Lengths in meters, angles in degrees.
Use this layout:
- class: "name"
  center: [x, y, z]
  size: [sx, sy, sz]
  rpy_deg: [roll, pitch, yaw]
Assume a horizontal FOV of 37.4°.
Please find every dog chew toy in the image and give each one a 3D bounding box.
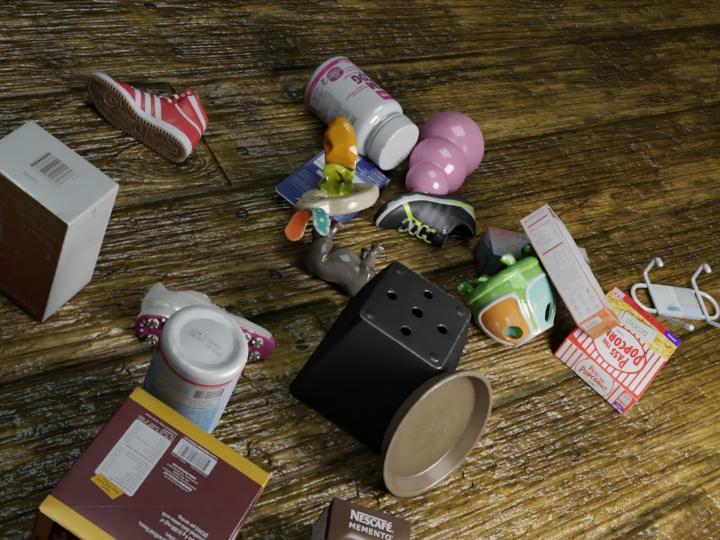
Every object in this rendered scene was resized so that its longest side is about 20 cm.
- class: "dog chew toy"
  center: [0.141, -0.190, 1.880]
  size: [0.123, 0.125, 0.201]
  rpy_deg: [31, 52, 1]

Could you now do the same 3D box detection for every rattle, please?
- class: "rattle"
  center: [-0.054, -0.142, 1.638]
  size: [0.129, 0.145, 0.199]
  rpy_deg: [22, 26, 29]

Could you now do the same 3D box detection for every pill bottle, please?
- class: "pill bottle"
  center: [-0.215, 0.144, 1.323]
  size: [0.107, 0.201, 0.110]
  rpy_deg: [15, 45, -15]
- class: "pill bottle"
  center: [0.003, -0.275, 1.866]
  size: [0.112, 0.114, 0.200]
  rpy_deg: [-24, 59, -40]

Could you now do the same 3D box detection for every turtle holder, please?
- class: "turtle holder"
  center: [0.250, 0.049, 1.723]
  size: [0.133, 0.140, 0.185]
  rpy_deg: [59, 10, 9]

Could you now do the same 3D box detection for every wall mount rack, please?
- class: "wall mount rack"
  center: [0.595, 0.061, 1.919]
  size: [0.196, 0.075, 0.176]
  rpy_deg: [6, 49, -22]

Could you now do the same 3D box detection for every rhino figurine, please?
- class: "rhino figurine"
  center: [0.000, 0.000, 1.665]
  size: [0.198, 0.060, 0.088]
  rpy_deg: [30, 71, -1]

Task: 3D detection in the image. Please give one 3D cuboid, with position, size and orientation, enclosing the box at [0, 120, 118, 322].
- class: "box"
  center: [-0.426, -0.062, 1.398]
  size: [0.151, 0.201, 0.107]
  rpy_deg: [34, 42, 5]

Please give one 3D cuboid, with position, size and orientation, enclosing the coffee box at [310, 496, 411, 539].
- class: "coffee box"
  center: [-0.010, 0.394, 1.294]
  size: [0.113, 0.080, 0.202]
  rpy_deg: [20, 45, -11]

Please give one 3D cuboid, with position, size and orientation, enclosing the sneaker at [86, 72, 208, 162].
- class: "sneaker"
  center: [-0.339, -0.269, 1.724]
  size: [0.199, 0.071, 0.113]
  rpy_deg: [37, 47, -4]

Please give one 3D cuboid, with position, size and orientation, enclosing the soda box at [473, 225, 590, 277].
- class: "soda box"
  center: [0.297, -0.014, 1.838]
  size: [0.196, 0.064, 0.069]
  rpy_deg: [11, 46, -18]

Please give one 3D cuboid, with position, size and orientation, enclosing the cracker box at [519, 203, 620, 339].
- class: "cracker box"
  center: [0.339, 0.003, 1.720]
  size: [0.134, 0.057, 0.202]
  rpy_deg: [29, 33, -63]

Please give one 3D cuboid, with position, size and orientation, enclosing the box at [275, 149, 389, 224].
- class: "box"
  center: [-0.050, -0.137, 1.786]
  size: [0.121, 0.033, 0.200]
  rpy_deg: [39, 44, 9]

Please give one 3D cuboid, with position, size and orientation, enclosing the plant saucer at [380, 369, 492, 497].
- class: "plant saucer"
  center: [0.099, 0.217, 1.438]
  size: [0.198, 0.203, 0.029]
  rpy_deg: [-16, 38, -37]

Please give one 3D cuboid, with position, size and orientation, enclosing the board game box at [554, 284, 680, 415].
- class: "board game box"
  center: [0.436, 0.131, 1.792]
  size: [0.151, 0.047, 0.199]
  rpy_deg: [41, 45, 11]

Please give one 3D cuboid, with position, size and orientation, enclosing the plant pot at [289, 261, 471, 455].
- class: "plant pot"
  center: [0.048, 0.114, 1.509]
  size: [0.198, 0.178, 0.200]
  rpy_deg: [34, 44, 3]

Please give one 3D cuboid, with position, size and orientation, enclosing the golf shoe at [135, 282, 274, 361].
- class: "golf shoe"
  center: [-0.213, 0.068, 1.489]
  size: [0.197, 0.076, 0.092]
  rpy_deg: [16, 42, -16]

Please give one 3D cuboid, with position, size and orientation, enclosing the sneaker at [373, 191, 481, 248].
- class: "sneaker"
  center: [0.119, -0.080, 1.797]
  size: [0.197, 0.072, 0.084]
  rpy_deg: [-4, 62, -25]

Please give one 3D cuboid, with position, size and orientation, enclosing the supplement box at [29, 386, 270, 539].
- class: "supplement box"
  center: [-0.245, 0.288, 1.227]
  size: [0.196, 0.134, 0.201]
  rpy_deg: [32, 44, 2]
